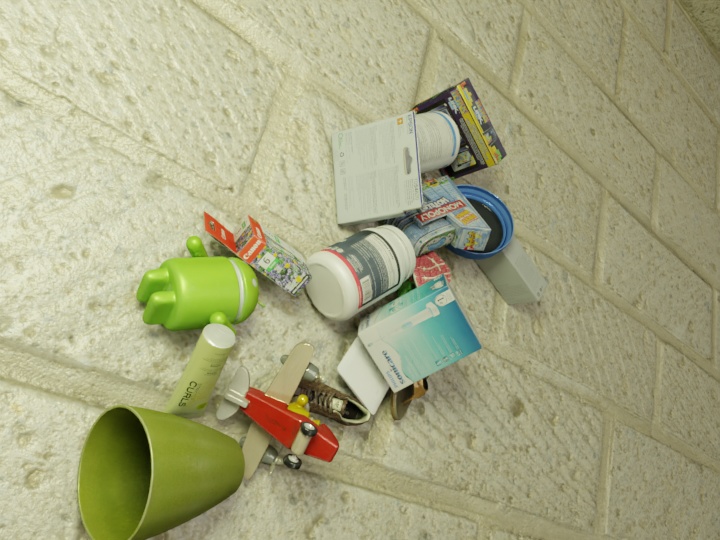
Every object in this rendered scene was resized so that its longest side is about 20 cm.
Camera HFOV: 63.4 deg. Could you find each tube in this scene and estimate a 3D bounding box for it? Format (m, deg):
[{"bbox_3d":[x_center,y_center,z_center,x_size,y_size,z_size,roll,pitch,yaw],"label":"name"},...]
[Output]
[{"bbox_3d":[-0.250,0.170,0.911,0.058,0.201,0.052,29,30,-4],"label":"tube"}]

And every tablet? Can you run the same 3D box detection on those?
[{"bbox_3d":[0.032,0.181,1.204,0.130,0.014,0.200,54,43,-18],"label":"tablet"}]

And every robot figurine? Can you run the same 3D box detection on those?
[{"bbox_3d":[-0.255,0.037,0.954,0.199,0.116,0.176,-2,53,-38],"label":"robot figurine"}]

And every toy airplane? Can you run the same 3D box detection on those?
[{"bbox_3d":[-0.141,0.241,0.996,0.141,0.199,0.201,6,66,-70],"label":"toy airplane"}]

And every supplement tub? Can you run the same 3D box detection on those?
[{"bbox_3d":[0.000,0.000,1.151,0.199,0.140,0.141,-28,100,-38],"label":"supplement tub"},{"bbox_3d":[0.115,-0.278,1.298,0.199,0.132,0.133,-20,95,-40],"label":"supplement tub"}]

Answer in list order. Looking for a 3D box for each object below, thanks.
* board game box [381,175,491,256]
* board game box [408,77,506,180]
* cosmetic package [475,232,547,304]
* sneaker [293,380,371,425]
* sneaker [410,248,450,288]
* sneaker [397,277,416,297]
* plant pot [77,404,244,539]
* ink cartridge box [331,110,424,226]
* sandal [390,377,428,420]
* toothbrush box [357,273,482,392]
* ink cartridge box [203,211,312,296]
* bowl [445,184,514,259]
[{"bbox_3d":[0.173,-0.110,1.266,0.199,0.200,0.062,-21,140,-30],"label":"board game box"},{"bbox_3d":[0.227,-0.326,1.375,0.057,0.165,0.201,-42,109,-35],"label":"board game box"},{"bbox_3d":[0.376,-0.008,1.481,0.200,0.101,0.074,51,55,-21],"label":"cosmetic package"},{"bbox_3d":[-0.064,0.241,1.098,0.199,0.075,0.071,28,66,-33],"label":"sneaker"},{"bbox_3d":[0.138,-0.004,1.249,0.080,0.075,0.201,0,44,-11],"label":"sneaker"},{"bbox_3d":[0.147,0.098,1.307,0.201,0.076,0.084,60,14,-3],"label":"sneaker"},{"bbox_3d":[-0.279,0.298,0.870,0.199,0.186,0.189,18,71,-51],"label":"plant pot"},{"bbox_3d":[0.038,-0.202,1.181,0.041,0.199,0.201,7,78,-59],"label":"ink cartridge box"},{"bbox_3d":[0.125,0.237,1.255,0.200,0.054,0.081,-45,126,-37],"label":"sandal"},{"bbox_3d":[0.115,0.123,1.147,0.147,0.199,0.085,57,11,-12],"label":"toothbrush box"},{"bbox_3d":[-0.181,-0.045,1.031,0.200,0.109,0.050,39,99,-28],"label":"ink cartridge box"},{"bbox_3d":[0.264,-0.114,1.387,0.199,0.039,0.202,5,58,-8],"label":"bowl"}]
